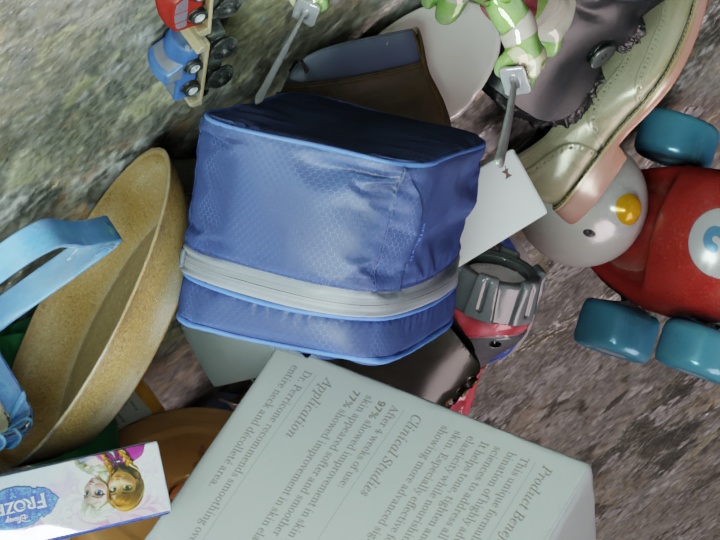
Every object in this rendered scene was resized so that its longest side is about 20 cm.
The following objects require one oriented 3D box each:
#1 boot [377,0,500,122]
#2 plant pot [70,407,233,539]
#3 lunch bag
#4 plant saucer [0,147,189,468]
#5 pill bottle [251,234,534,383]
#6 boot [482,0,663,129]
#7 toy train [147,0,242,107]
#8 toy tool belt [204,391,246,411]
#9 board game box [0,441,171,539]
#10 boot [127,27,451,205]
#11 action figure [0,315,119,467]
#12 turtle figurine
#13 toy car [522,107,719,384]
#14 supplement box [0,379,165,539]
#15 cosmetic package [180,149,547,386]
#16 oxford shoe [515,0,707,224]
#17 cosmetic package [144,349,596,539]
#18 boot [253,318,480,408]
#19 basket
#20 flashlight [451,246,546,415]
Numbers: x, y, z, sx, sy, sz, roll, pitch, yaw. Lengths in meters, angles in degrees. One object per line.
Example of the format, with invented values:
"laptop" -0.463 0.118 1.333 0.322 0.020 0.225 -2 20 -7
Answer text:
"boot" 0.007 -0.091 1.719 0.200 0.073 0.090 -43 180 3
"plant pot" -0.102 0.182 1.722 0.200 0.200 0.140 -30 139 -22
"lunch bag" -0.016 -0.018 1.522 0.200 0.135 0.133 -22 124 -70
"plant saucer" -0.144 0.027 1.551 0.035 0.200 0.200 27 122 -18
"pill bottle" 0.018 0.029 1.883 0.200 0.114 0.114 -17 149 -44
"boot" 0.138 -0.168 1.737 0.168 0.076 0.200 -47 163 10
"toy train" -0.088 -0.150 1.472 0.046 0.034 0.200 -26 155 -20
"toy tool belt" -0.049 0.132 1.917 0.123 0.200 0.125 11 83 -52
"board game box" -0.208 0.134 1.481 0.199 0.041 0.200 -12 177 -8
"boot" -0.044 -0.087 1.641 0.199 0.097 0.075 -7 180 -9
"action figure" -0.239 0.080 1.621 0.200 0.118 0.055 -3 152 -43
"turtle figurine" 0.036 -0.139 1.552 0.144 0.201 0.194 -10 174 23
"toy car" 0.188 -0.039 1.968 0.200 0.177 0.185 21 86 -38
"supplement box" -0.235 0.132 1.737 0.200 0.074 0.126 -22 153 -39
"cosmetic package" 0.000 0.000 1.713 0.200 0.052 0.151 -31 -177 -19
"oxford shoe" 0.170 -0.133 1.870 0.200 0.074 0.071 -59 -173 -3
"cosmetic package" 0.007 0.179 1.523 0.168 0.200 0.167 -54 154 -32
"boot" 0.039 0.112 1.776 0.138 0.078 0.200 -30 118 6
"basket" -0.224 0.034 1.453 0.200 0.139 0.176 -31 176 6
"flashlight" 0.068 0.083 1.822 0.068 0.068 0.201 5 113 -20
